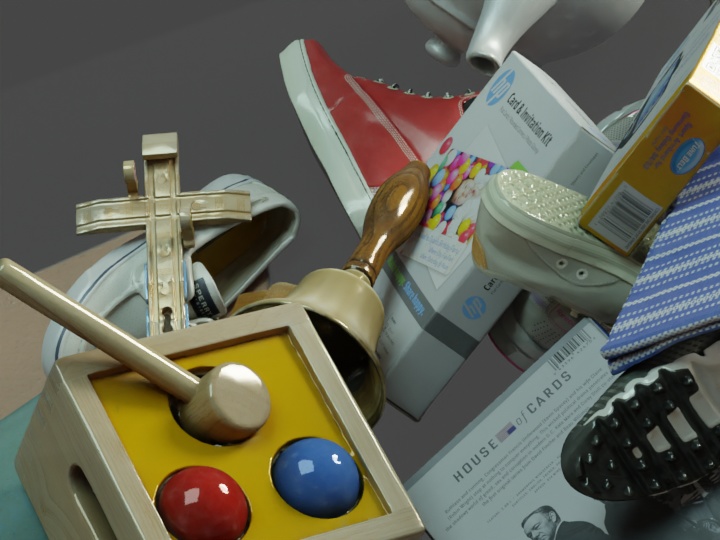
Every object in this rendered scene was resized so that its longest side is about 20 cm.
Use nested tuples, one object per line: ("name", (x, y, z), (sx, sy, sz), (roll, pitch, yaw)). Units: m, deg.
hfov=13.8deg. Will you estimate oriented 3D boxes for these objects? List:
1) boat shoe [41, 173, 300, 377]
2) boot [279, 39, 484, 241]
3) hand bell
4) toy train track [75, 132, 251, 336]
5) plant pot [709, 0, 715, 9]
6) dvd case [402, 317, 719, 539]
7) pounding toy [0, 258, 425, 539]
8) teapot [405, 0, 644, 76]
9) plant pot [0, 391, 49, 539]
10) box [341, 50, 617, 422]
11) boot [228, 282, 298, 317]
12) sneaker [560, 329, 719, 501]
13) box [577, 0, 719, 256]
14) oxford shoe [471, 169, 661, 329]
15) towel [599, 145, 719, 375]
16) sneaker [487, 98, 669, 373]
("boat shoe", (-0.119, 0.013, 1.935), (0.200, 0.071, 0.070), (-39, 36, -24))
("boot", (0.034, -0.107, 1.977), (0.144, 0.073, 0.200), (-28, 46, -1))
("hand bell", (0.000, 0.000, 1.758), (0.104, 0.104, 0.200), (-4, 35, 28))
("toy train track", (-0.126, -0.009, 1.899), (0.114, 0.033, 0.201), (-5, 58, 0))
("plant pot", (0.324, -0.160, 1.772), (0.200, 0.201, 0.198), (-47, 33, -23))
("dvd case", (0.121, 0.129, 1.602), (0.150, 0.025, 0.200), (-42, 40, 1))
("pounding toy", (-0.093, 0.095, 1.593), (0.184, 0.142, 0.200), (-13, 59, -31))
("teapot", (0.092, -0.202, 1.981), (0.197, 0.200, 0.146), (40, 100, 31))
("plant pot", (-0.192, 0.173, 1.706), (0.200, 0.201, 0.196), (18, 49, 43))
("box", (0.064, -0.023, 1.794), (0.200, 0.041, 0.156), (-51, 23, 9))
("boot", (-0.040, 0.081, 1.775), (0.201, 0.071, 0.144), (14, 75, 50))
("sneaker", (0.183, 0.051, 1.571), (0.200, 0.067, 0.090), (-37, 18, -9))
("box", (0.194, -0.105, 1.690), (0.119, 0.041, 0.200), (-54, 0, 39))
("oxford shoe", (0.147, 0.005, 1.690), (0.058, 0.199, 0.075), (-57, 21, 27))
("towel", (0.213, -0.024, 1.570), (0.145, 0.024, 0.200), (-22, 23, 35))
("sneaker", (0.158, -0.025, 1.775), (0.200, 0.081, 0.088), (-59, 18, -24))
